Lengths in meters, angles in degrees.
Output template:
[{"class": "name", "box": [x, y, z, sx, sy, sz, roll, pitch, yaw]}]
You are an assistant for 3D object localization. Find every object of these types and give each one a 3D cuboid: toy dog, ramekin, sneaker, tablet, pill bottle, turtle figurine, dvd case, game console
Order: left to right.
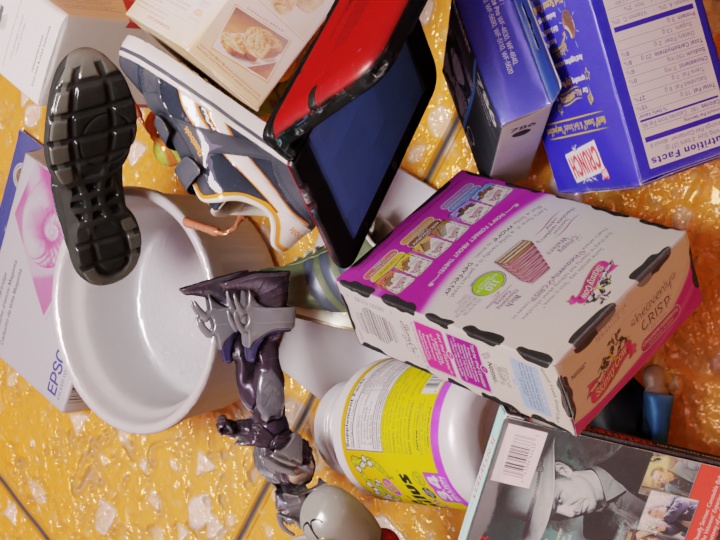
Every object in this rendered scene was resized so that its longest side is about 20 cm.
[{"class": "sneaker", "box": [-0.217, -0.085, 1.151, 0.079, 0.075, 0.202, 47, 143, 44]}, {"class": "ramekin", "box": [-0.158, 0.030, 1.245, 0.199, 0.097, 0.204, 4, 96, 40]}, {"class": "sneaker", "box": [-0.110, -0.092, 1.087, 0.199, 0.078, 0.080, 36, 92, 12]}, {"class": "turtle figurine", "box": [-0.110, -0.134, 1.169, 0.160, 0.065, 0.200, -36, 56, -4]}, {"class": "sneaker", "box": [0.000, 0.000, 1.123, 0.198, 0.067, 0.091, 11, 92, 38]}, {"class": "tablet", "box": [0.006, 0.017, 1.164, 0.130, 0.014, 0.202, 33, 113, 33]}, {"class": "toy dog", "box": [0.034, 0.244, 1.057, 0.198, 0.097, 0.133, 22, 134, -5]}, {"class": "game console", "box": [0.031, -0.130, 0.961, 0.118, 0.201, 0.172, 39, 142, -19]}, {"class": "pill bottle", "box": [0.048, 0.113, 1.051, 0.199, 0.103, 0.106, -7, 89, 57]}, {"class": "dvd case", "box": [0.163, 0.175, 0.957, 0.022, 0.197, 0.148, -107, 31, -71]}]

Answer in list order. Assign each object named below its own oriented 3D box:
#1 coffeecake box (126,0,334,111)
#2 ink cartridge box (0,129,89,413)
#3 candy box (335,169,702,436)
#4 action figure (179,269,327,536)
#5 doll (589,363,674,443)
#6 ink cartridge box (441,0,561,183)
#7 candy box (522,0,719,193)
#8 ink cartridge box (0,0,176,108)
[{"class": "coffeecake box", "box": [-0.065, -0.232, 1.080, 0.201, 0.073, 0.153, -53, 31, 0]}, {"class": "ink cartridge box", "box": [-0.299, -0.002, 1.395, 0.199, 0.043, 0.199, 32, 113, 32]}, {"class": "candy box", "box": [0.099, 0.014, 0.961, 0.199, 0.136, 0.062, 20, 142, 46]}, {"class": "action figure", "box": [-0.073, 0.102, 1.115, 0.130, 0.069, 0.203, -4, 101, 63]}, {"class": "doll", "box": [0.157, 0.099, 1.023, 0.201, 0.048, 0.137, 57, 133, 24]}, {"class": "ink cartridge box", "box": [0.089, -0.127, 0.984, 0.039, 0.200, 0.101, -17, 78, -4]}, {"class": "candy box", "box": [0.147, -0.154, 0.916, 0.169, 0.076, 0.203, -169, 63, -80]}, {"class": "ink cartridge box", "box": [-0.268, -0.223, 1.287, 0.199, 0.144, 0.084, 38, 117, 31]}]
